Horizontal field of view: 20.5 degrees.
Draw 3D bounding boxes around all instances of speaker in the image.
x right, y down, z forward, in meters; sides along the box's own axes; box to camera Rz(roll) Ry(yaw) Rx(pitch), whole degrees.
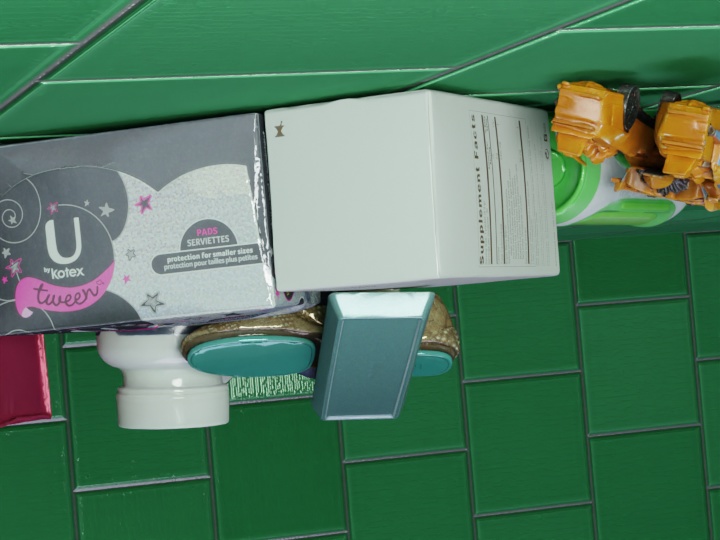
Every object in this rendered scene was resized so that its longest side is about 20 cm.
[{"bbox_3d":[0.179,-0.074,1.482,0.088,0.089,0.200,-6,178,32],"label":"speaker"}]

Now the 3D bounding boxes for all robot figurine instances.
[{"bbox_3d":[0.194,-0.080,1.305,0.145,0.058,0.200,13,178,21],"label":"robot figurine"}]

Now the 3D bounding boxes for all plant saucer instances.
[{"bbox_3d":[0.006,0.063,1.370,0.070,0.019,0.200,-1,156,-5],"label":"plant saucer"}]

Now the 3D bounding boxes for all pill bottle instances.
[{"bbox_3d":[-0.139,0.013,1.456,0.111,0.201,0.111,-1,180,0],"label":"pill bottle"}]

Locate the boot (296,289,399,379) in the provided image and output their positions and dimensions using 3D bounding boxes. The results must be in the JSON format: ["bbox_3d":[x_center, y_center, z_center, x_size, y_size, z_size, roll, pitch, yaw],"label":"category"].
[{"bbox_3d":[0.000,0.000,1.502,0.090,0.200,0.073,25,157,11],"label":"boot"}]

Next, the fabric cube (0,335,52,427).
[{"bbox_3d":[-0.342,0.022,1.391,0.199,0.197,0.200,-7,177,5],"label":"fabric cube"}]

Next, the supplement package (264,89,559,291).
[{"bbox_3d":[0.038,-0.049,1.321,0.121,0.120,0.200,-4,178,28],"label":"supplement package"}]

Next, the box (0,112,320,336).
[{"bbox_3d":[-0.141,-0.027,1.333,0.199,0.133,0.115,-6,179,15],"label":"box"}]

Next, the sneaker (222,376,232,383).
[{"bbox_3d":[-0.086,0.044,1.575,0.073,0.200,0.112,24,162,26],"label":"sneaker"}]

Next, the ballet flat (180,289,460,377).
[{"bbox_3d":[-0.029,0.039,1.414,0.199,0.065,0.071,3,151,-14],"label":"ballet flat"}]
